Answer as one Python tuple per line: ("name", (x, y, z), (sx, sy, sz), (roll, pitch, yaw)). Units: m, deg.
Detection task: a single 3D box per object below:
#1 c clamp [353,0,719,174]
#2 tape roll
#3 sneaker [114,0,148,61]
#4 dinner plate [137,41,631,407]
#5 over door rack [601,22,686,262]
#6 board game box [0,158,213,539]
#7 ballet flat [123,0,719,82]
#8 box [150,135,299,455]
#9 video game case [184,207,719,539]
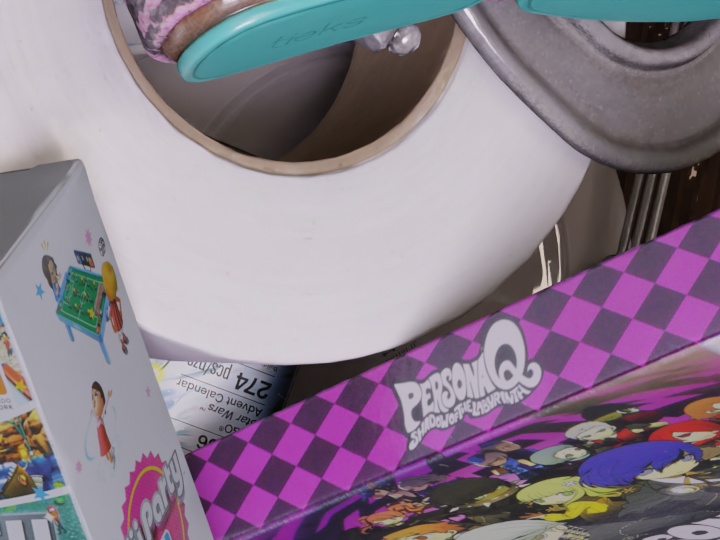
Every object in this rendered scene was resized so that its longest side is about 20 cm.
("c clamp", (0.068, -0.120, 0.650), (0.171, 0.027, 0.200), (45, 72, -17))
("tape roll", (-0.030, -0.076, 0.655), (0.201, 0.071, 0.204), (1, 88, -25))
("sneaker", (-0.015, -0.117, 0.732), (0.199, 0.072, 0.073), (-20, 127, -20))
("dinner plate", (0.000, 0.000, 0.766), (0.199, 0.024, 0.202), (0, 89, -22))
("over door rack", (0.157, -0.060, 0.731), (0.066, 0.200, 0.149), (20, 75, -26))
("board game box", (-0.112, 0.080, 0.620), (0.064, 0.147, 0.201), (-63, 141, -56))
("ballet flat", (0.033, -0.092, 0.592), (0.199, 0.069, 0.072), (-9, 78, -26))
("box", (-0.116, 0.008, 0.695), (0.199, 0.040, 0.138), (21, 84, -13))
("video game case", (0.083, 0.046, 0.676), (0.181, 0.199, 0.036), (18, 56, -47))
